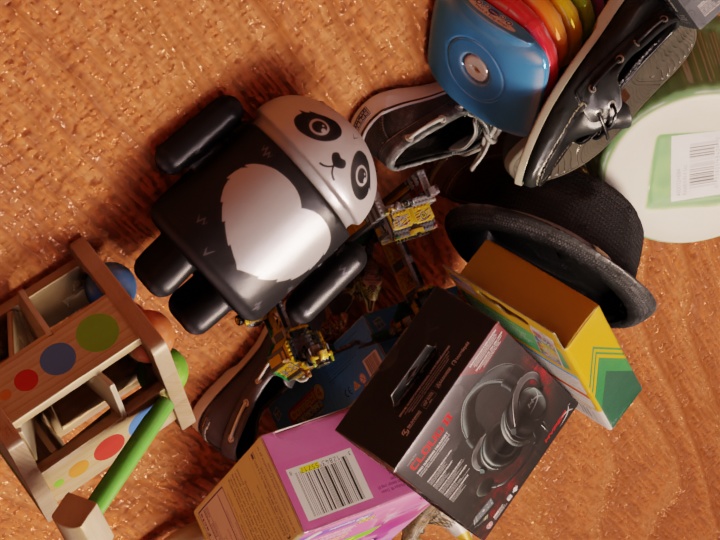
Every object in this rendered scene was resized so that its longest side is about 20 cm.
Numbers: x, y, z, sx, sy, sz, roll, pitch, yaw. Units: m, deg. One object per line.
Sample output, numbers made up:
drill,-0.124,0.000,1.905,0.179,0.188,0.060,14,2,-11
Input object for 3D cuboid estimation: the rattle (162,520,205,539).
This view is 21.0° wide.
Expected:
rattle,-0.178,0.330,1.854,0.200,0.143,0.130,-16,160,-48

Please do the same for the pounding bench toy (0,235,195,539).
pounding bench toy,-0.196,0.102,1.461,0.156,0.200,0.124,-33,149,-14

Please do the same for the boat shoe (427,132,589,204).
boat shoe,0.144,-0.086,1.758,0.200,0.068,0.072,-5,134,-47

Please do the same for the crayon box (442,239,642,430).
crayon box,0.159,0.050,1.664,0.052,0.126,0.200,-51,147,-9

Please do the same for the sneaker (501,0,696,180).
sneaker,0.181,-0.165,1.655,0.200,0.106,0.075,-41,143,-4

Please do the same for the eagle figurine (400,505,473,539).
eagle figurine,0.080,0.234,2.076,0.151,0.152,0.200,-6,-169,15

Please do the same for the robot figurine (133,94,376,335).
robot figurine,-0.079,-0.042,1.486,0.200,0.125,0.150,-43,150,-4

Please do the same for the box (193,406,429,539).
box,-0.031,0.205,1.782,0.175,0.097,0.200,-16,162,-30

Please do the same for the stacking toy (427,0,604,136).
stacking toy,0.157,-0.214,1.591,0.200,0.116,0.110,-39,155,-30

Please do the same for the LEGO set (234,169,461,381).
LEGO set,0.000,0.000,1.608,0.199,0.154,0.116,-8,165,-29

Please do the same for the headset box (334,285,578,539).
headset box,0.080,0.118,1.623,0.149,0.077,0.200,-54,143,-6

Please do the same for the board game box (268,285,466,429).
board game box,0.042,0.085,1.810,0.195,0.056,0.200,-17,162,-38

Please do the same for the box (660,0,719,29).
box,0.293,-0.318,1.563,0.200,0.051,0.158,-42,110,-3

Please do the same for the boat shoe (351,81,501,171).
boat shoe,0.087,-0.126,1.635,0.199,0.068,0.074,-14,140,-41

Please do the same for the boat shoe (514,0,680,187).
boat shoe,0.193,-0.140,1.556,0.200,0.066,0.075,-57,170,-22

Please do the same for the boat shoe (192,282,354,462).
boat shoe,-0.065,0.088,1.739,0.200,0.063,0.073,-47,148,6

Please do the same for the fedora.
fedora,0.176,-0.032,1.696,0.092,0.200,0.201,-64,156,-19

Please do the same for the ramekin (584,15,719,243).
ramekin,0.290,-0.119,1.732,0.199,0.098,0.201,-4,132,-4
